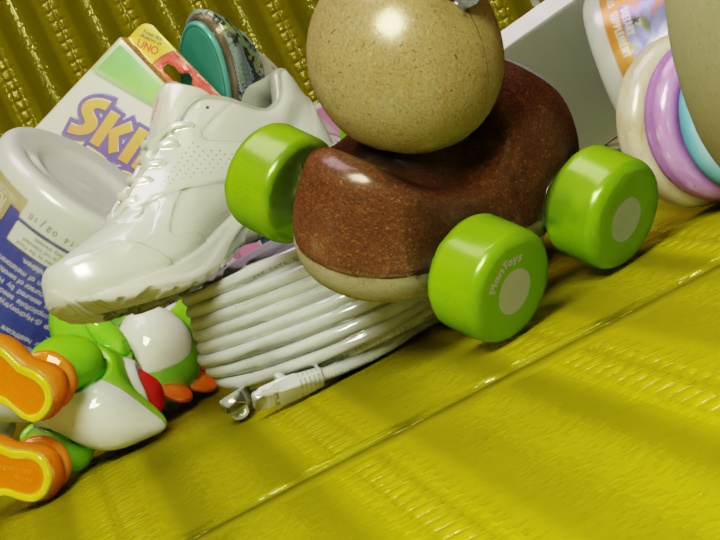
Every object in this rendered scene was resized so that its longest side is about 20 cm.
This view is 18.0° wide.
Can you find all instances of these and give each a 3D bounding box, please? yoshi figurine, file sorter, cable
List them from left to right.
[{"bbox_3d":[-0.162,0.053,1.286,0.112,0.112,0.200,-30,1,28],"label":"yoshi figurine"},{"bbox_3d":[0.000,0.000,1.218,0.199,0.070,0.200,-27,6,-4],"label":"cable"},{"bbox_3d":[0.101,-0.151,1.409,0.199,0.125,0.139,-35,-35,-13],"label":"file sorter"}]

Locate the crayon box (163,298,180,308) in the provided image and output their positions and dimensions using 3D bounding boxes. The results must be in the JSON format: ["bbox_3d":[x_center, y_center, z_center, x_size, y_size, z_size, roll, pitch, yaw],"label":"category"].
[{"bbox_3d":[-0.133,0.031,1.557,0.118,0.059,0.200,-21,8,43],"label":"crayon box"}]

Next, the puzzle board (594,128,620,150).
[{"bbox_3d":[0.123,-0.116,1.512,0.199,0.017,0.151,-10,39,21],"label":"puzzle board"}]

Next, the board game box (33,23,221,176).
[{"bbox_3d":[-0.177,-0.060,1.487,0.200,0.096,0.030,-45,-2,5],"label":"board game box"}]

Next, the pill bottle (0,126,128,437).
[{"bbox_3d":[-0.219,0.024,1.416,0.201,0.119,0.120,-56,-2,16],"label":"pill bottle"}]

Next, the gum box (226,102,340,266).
[{"bbox_3d":[-0.039,-0.037,1.482,0.066,0.114,0.200,-21,7,38],"label":"gum box"}]

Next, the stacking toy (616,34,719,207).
[{"bbox_3d":[0.203,-0.073,1.024,0.085,0.086,0.200,-29,13,-26],"label":"stacking toy"}]

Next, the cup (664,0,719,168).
[{"bbox_3d":[0.190,-0.097,0.827,0.200,0.201,0.143,-29,-19,-28],"label":"cup"}]

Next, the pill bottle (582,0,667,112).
[{"bbox_3d":[0.235,-0.147,1.281,0.199,0.113,0.112,-24,6,19],"label":"pill bottle"}]

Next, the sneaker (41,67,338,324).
[{"bbox_3d":[-0.095,-0.043,1.177,0.200,0.100,0.078,-32,7,-39],"label":"sneaker"}]

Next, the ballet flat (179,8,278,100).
[{"bbox_3d":[-0.085,-0.111,1.547,0.074,0.074,0.201,-29,-30,-26],"label":"ballet flat"}]

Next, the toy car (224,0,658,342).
[{"bbox_3d":[0.034,-0.098,1.037,0.164,0.201,0.157,25,41,37],"label":"toy car"}]
